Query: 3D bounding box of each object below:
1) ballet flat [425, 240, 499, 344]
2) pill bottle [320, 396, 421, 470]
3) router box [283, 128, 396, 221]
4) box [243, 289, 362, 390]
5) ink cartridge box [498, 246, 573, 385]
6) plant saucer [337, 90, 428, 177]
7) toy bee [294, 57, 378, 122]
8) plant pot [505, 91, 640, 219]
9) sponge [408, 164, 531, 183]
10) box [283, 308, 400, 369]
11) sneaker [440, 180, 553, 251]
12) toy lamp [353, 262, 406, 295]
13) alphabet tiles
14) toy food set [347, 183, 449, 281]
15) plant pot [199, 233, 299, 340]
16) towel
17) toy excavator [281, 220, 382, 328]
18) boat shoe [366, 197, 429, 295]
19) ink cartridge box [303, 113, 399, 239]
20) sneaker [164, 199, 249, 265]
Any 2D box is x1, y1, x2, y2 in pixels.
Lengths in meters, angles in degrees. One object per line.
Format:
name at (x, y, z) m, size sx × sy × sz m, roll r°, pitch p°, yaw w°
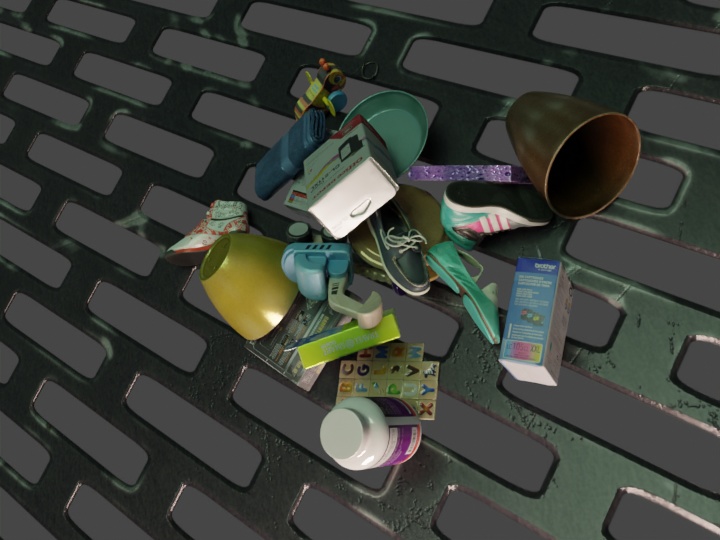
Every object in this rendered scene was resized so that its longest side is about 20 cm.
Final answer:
ballet flat at (0.193, 0.028, 1.413) m, size 0.070 × 0.067 × 0.201 m, roll -35°, pitch 74°, yaw -6°
pill bottle at (0.015, 0.262, 1.341) m, size 0.111 × 0.199 × 0.115 m, roll -5°, pitch 79°, yaw 27°
router box at (-0.033, -0.179, 1.649) m, size 0.198 × 0.049 × 0.182 m, roll 19°, pitch 80°, yaw 33°
box at (-0.110, 0.101, 1.577) m, size 0.157 × 0.048 × 0.202 m, roll 28°, pitch 85°, yaw 34°
ink cartridge box at (0.285, 0.067, 1.318) m, size 0.075 × 0.136 × 0.203 m, roll 8°, pitch 74°, yaw 25°
plant saucer at (0.044, -0.247, 1.583) m, size 0.197 × 0.036 × 0.204 m, roll -11°, pitch 66°, yaw 24°
toy bee at (-0.074, -0.389, 1.724) m, size 0.130 × 0.109 × 0.202 m, roll 29°, pitch 85°, yaw 36°
plant pot at (0.334, -0.219, 1.400) m, size 0.187 × 0.187 × 0.201 m, roll -44°, pitch 42°, yaw 6°
sponge at (0.196, -0.172, 1.482) m, size 0.197 × 0.111 × 0.030 m, roll 4°, pitch 96°, yaw 30°
box at (-0.028, 0.121, 1.447) m, size 0.197 × 0.122 × 0.048 m, roll -19°, pitch 91°, yaw 3°
sneaker at (0.226, -0.085, 1.449) m, size 0.196 × 0.121 × 0.085 m, roll 9°, pitch 54°, yaw -10°
toy lamp at (0.000, 0.000, 1.554) m, size 0.198 × 0.058 × 0.059 m, roll 18°, pitch 79°, yaw 32°
alphabet tiles at (0.045, 0.211, 1.470) m, size 0.197 × 0.006 × 0.169 m, roll -3°, pitch 69°, yaw 28°
toy food set at (0.072, -0.077, 1.509) m, size 0.196 × 0.049 × 0.201 m, roll 11°, pitch 58°, yaw 5°
plant pot at (-0.221, 0.010, 1.576) m, size 0.199 × 0.141 × 0.202 m, roll -36°, pitch 36°, yaw 31°
towel at (-0.141, -0.232, 1.683) m, size 0.199 × 0.048 × 0.113 m, roll -38°, pitch 37°, yaw 34°
toy excavator at (-0.050, 0.018, 1.438) m, size 0.191 × 0.101 × 0.202 m, roll 1°, pitch 44°, yaw 8°
boat shoe at (0.069, -0.052, 1.427) m, size 0.074 × 0.062 × 0.202 m, roll -10°, pitch 60°, yaw -19°
ink cartridge box at (-0.020, -0.169, 1.463) m, size 0.145 × 0.083 × 0.201 m, roll -38°, pitch 28°, yaw 15°
sneaker at (-0.324, -0.083, 1.762) m, size 0.198 × 0.067 × 0.110 m, roll -14°, pitch 63°, yaw 19°
